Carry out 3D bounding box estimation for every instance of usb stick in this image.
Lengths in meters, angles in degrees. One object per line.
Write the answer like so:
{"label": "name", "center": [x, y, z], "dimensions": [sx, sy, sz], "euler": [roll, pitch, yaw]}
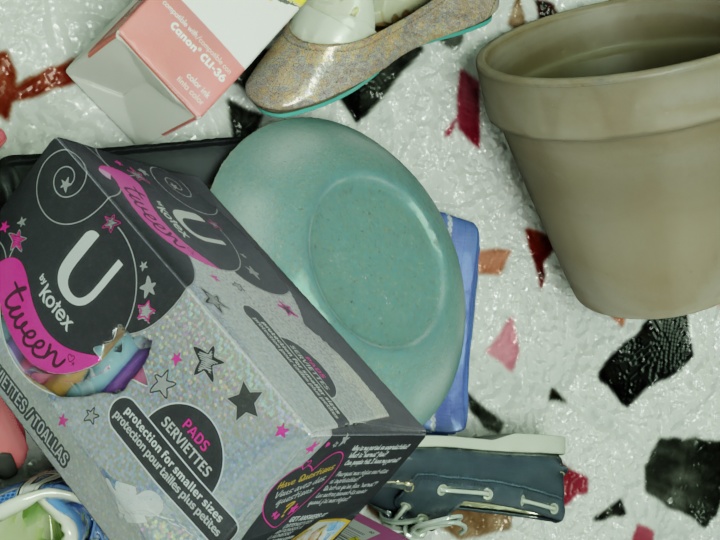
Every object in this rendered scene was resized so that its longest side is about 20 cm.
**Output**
{"label": "usb stick", "center": [-0.121, -0.043, 0.795], "dimensions": [0.199, 0.032, 0.056], "euler": [-11, 94, -46]}

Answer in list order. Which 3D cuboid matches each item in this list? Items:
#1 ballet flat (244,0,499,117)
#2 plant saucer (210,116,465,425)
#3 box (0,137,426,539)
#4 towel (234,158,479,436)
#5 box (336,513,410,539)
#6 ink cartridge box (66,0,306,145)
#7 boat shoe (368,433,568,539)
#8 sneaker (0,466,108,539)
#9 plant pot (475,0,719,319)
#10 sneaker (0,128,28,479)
{"label": "ballet flat", "center": [0.007, -0.162, 0.875], "dimensions": [0.199, 0.068, 0.068], "euler": [-32, 136, -32]}
{"label": "plant saucer", "center": [0.000, 0.000, 0.823], "dimensions": [0.199, 0.039, 0.204], "euler": [16, 64, -37]}
{"label": "box", "center": [-0.088, 0.047, 0.692], "dimensions": [0.200, 0.132, 0.115], "euler": [46, 104, 23]}
{"label": "towel", "center": [-0.003, 0.023, 0.866], "dimensions": [0.198, 0.024, 0.147], "euler": [12, 81, -39]}
{"label": "box", "center": [-0.053, 0.253, 0.768], "dimensions": [0.174, 0.096, 0.203], "euler": [-13, 108, -37]}
{"label": "ink cartridge box", "center": [-0.069, -0.169, 0.813], "dimensions": [0.068, 0.116, 0.201], "euler": [45, 70, -16]}
{"label": "boat shoe", "center": [0.044, 0.135, 0.880], "dimensions": [0.198, 0.075, 0.063], "euler": [3, 78, -32]}
{"label": "sneaker", "center": [-0.155, 0.142, 0.752], "dimensions": [0.199, 0.076, 0.077], "euler": [-18, 93, -52]}
{"label": "plant pot", "center": [0.183, -0.070, 0.911], "dimensions": [0.198, 0.199, 0.176], "euler": [-21, 113, -26]}
{"label": "sneaker", "center": [-0.201, 0.011, 0.762], "dimensions": [0.086, 0.074, 0.203], "euler": [-18, 95, -27]}
